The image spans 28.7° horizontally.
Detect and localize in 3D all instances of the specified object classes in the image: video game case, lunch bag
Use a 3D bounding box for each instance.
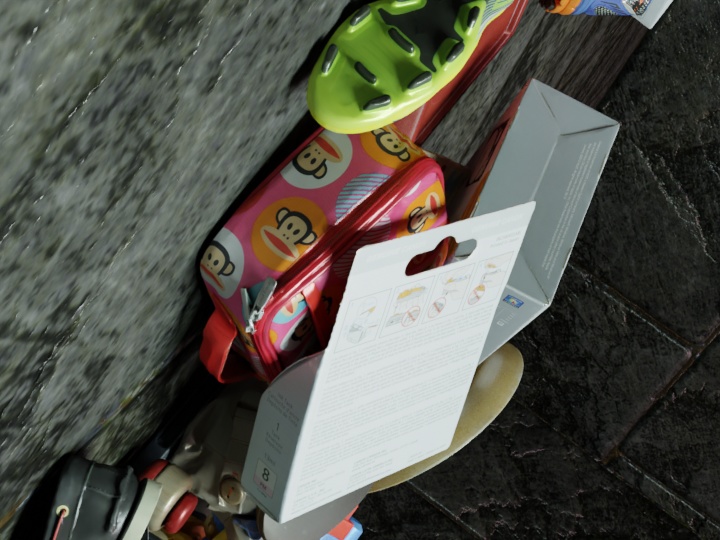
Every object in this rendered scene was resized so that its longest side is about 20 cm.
[{"bbox_3d":[-0.128,0.122,1.091,0.200,0.019,0.143,-52,172,-26],"label":"video game case"},{"bbox_3d":[-0.028,0.002,0.873,0.176,0.082,0.200,-43,162,-10],"label":"lunch bag"}]

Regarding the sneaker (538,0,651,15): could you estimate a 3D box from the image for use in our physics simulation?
[{"bbox_3d":[0.173,-0.228,1.021,0.200,0.078,0.076,-78,-175,-55],"label":"sneaker"}]

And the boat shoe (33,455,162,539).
[{"bbox_3d":[-0.186,0.188,0.869,0.074,0.063,0.202,-79,-165,-53],"label":"boat shoe"}]

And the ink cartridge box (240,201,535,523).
[{"bbox_3d":[0.016,0.047,0.873,0.162,0.057,0.201,-16,129,-43],"label":"ink cartridge box"}]

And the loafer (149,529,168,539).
[{"bbox_3d":[-0.199,0.251,0.980,0.200,0.067,0.076,-42,167,-30],"label":"loafer"}]

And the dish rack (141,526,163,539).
[{"bbox_3d":[-0.163,0.268,0.882,0.201,0.054,0.153,-64,-171,-2],"label":"dish rack"}]

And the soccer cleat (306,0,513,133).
[{"bbox_3d":[0.037,-0.134,0.792,0.200,0.065,0.084,-51,174,-30],"label":"soccer cleat"}]

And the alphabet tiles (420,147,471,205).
[{"bbox_3d":[-0.010,-0.019,0.985,0.168,0.008,0.200,-54,155,12],"label":"alphabet tiles"}]

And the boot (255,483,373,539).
[{"bbox_3d":[-0.024,0.105,0.981,0.075,0.074,0.201,3,-127,43],"label":"boot"}]

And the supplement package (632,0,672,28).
[{"bbox_3d":[0.247,-0.309,1.143,0.110,0.114,0.200,-51,173,-17],"label":"supplement package"}]

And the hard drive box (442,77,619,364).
[{"bbox_3d":[0.102,-0.025,1.058,0.157,0.076,0.200,-65,-177,-23],"label":"hard drive box"}]

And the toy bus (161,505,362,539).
[{"bbox_3d":[-0.085,0.235,1.119,0.193,0.200,0.136,-57,140,-3],"label":"toy bus"}]

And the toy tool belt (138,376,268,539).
[{"bbox_3d":[-0.070,0.147,1.023,0.200,0.123,0.125,-44,168,-53],"label":"toy tool belt"}]

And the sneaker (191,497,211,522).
[{"bbox_3d":[-0.116,0.174,1.283,0.200,0.070,0.094,-17,125,-75],"label":"sneaker"}]

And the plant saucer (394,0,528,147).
[{"bbox_3d":[0.071,-0.167,0.971,0.200,0.037,0.200,-51,172,-25],"label":"plant saucer"}]

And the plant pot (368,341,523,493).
[{"bbox_3d":[0.041,0.110,1.167,0.199,0.028,0.200,-30,-162,11],"label":"plant pot"}]
